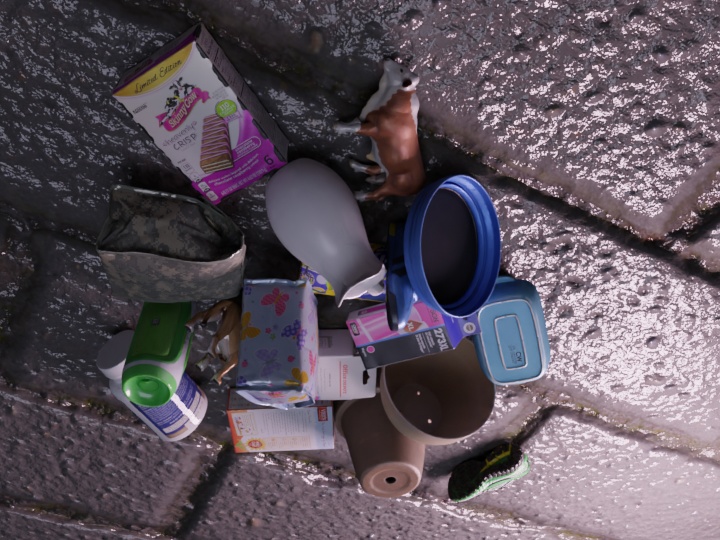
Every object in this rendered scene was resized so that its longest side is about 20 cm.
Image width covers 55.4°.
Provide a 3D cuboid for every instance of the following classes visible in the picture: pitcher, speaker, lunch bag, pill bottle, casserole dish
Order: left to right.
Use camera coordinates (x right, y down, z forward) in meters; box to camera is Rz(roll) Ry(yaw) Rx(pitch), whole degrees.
[{"bbox_3d":[-0.362,0.198,1.191,0.109,0.112,0.201,-20,129,13],"label":"pill bottle"},{"bbox_3d":[-0.307,0.107,1.057,0.087,0.202,0.089,-1,131,-1],"label":"speaker"},{"bbox_3d":[-0.257,-0.027,0.979,0.196,0.120,0.164,8,155,-8],"label":"lunch bag"},{"bbox_3d":[-0.123,0.120,1.056,0.125,0.173,0.200,0,164,5],"label":"lunch bag"},{"bbox_3d":[-0.040,-0.049,0.967,0.121,0.201,0.171,-37,167,7],"label":"pitcher"},{"bbox_3d":[0.239,0.107,1.099,0.119,0.039,0.203,-11,113,13],"label":"casserole dish"}]

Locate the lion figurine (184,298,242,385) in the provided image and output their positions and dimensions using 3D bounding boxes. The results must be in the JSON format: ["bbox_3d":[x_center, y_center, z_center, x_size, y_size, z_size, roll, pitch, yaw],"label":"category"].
[{"bbox_3d":[-0.211,0.098,1.091,0.072,0.123,0.201,33,147,11],"label":"lion figurine"}]

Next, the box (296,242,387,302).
[{"bbox_3d":[0.000,0.000,1.080,0.196,0.065,0.071,8,130,-11],"label":"box"}]

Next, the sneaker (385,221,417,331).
[{"bbox_3d":[0.074,0.003,0.997,0.077,0.202,0.067,4,135,2],"label":"sneaker"}]

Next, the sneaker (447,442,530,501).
[{"bbox_3d":[0.276,0.449,1.473,0.198,0.079,0.085,-30,127,20],"label":"sneaker"}]

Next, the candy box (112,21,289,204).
[{"bbox_3d":[-0.203,-0.197,0.900,0.135,0.062,0.201,-26,127,18],"label":"candy box"}]

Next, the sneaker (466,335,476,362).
[{"bbox_3d":[0.239,0.121,1.175,0.077,0.090,0.202,-6,133,-19],"label":"sneaker"}]

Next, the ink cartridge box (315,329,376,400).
[{"bbox_3d":[-0.071,0.168,1.215,0.196,0.068,0.118,0,131,-2],"label":"ink cartridge box"}]

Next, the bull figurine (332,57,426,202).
[{"bbox_3d":[0.032,-0.181,0.929,0.119,0.066,0.202,-9,128,9],"label":"bull figurine"}]

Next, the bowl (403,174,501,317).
[{"bbox_3d":[0.134,-0.035,0.989,0.039,0.202,0.201,1,143,44],"label":"bowl"}]

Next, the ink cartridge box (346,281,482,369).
[{"bbox_3d":[0.084,0.089,1.079,0.197,0.037,0.096,-17,111,15],"label":"ink cartridge box"}]

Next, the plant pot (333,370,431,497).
[{"bbox_3d":[0.050,0.315,1.280,0.196,0.176,0.203,-2,130,-3],"label":"plant pot"}]

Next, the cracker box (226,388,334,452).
[{"bbox_3d":[-0.149,0.285,1.316,0.196,0.058,0.136,-1,131,-2],"label":"cracker box"}]

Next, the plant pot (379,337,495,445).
[{"bbox_3d":[0.117,0.215,1.185,0.197,0.203,0.135,8,146,-11],"label":"plant pot"}]
